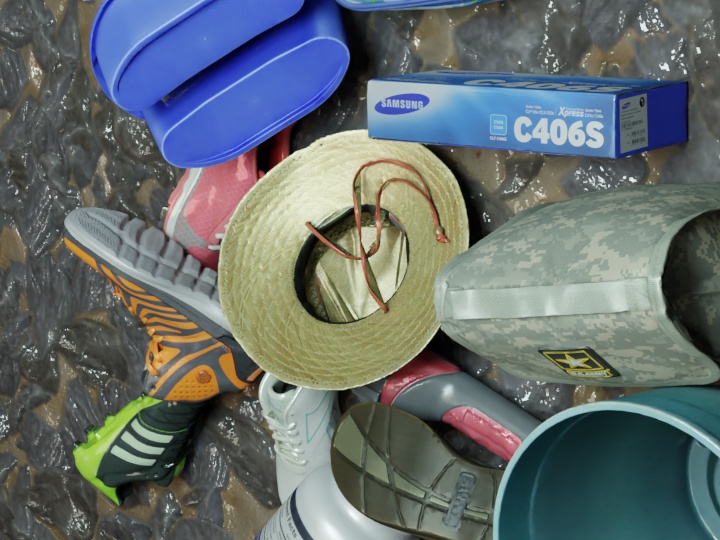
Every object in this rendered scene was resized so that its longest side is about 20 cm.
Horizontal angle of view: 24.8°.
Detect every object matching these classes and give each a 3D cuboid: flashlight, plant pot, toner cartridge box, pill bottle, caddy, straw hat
[{"bbox_3d":[0.085,0.117,1.200,0.200,0.068,0.068,34,137,29],"label":"flashlight"},{"bbox_3d":[0.218,0.158,1.016,0.200,0.188,0.200,11,107,39],"label":"plant pot"},{"bbox_3d":[0.110,-0.108,1.107,0.200,0.095,0.043,8,104,38],"label":"toner cartridge box"},{"bbox_3d":[-0.023,0.222,1.276,0.111,0.111,0.200,48,114,21],"label":"pill bottle"},{"bbox_3d":[-0.103,-0.172,1.206,0.200,0.141,0.105,-31,40,10],"label":"caddy"},{"bbox_3d":[0.000,0.000,1.228,0.201,0.085,0.201,-4,76,17],"label":"straw hat"}]

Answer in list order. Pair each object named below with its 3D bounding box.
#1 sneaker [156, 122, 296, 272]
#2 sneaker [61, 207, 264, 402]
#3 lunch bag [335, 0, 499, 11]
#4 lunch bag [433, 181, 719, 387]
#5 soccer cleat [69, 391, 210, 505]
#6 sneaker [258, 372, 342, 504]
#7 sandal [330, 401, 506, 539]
[{"bbox_3d":[-0.102,-0.059,1.313,0.087,0.074,0.200,29,117,31],"label":"sneaker"},{"bbox_3d":[-0.166,0.039,1.306,0.200,0.078,0.112,33,116,-6],"label":"sneaker"},{"bbox_3d":[0.046,-0.282,1.132,0.161,0.082,0.200,6,105,36],"label":"lunch bag"},{"bbox_3d":[0.162,0.011,1.022,0.164,0.200,0.118,-2,98,40],"label":"lunch bag"},{"bbox_3d":[-0.171,0.139,1.431,0.200,0.068,0.081,-35,101,35],"label":"soccer cleat"},{"bbox_3d":[-0.050,0.112,1.305,0.070,0.080,0.201,20,114,34],"label":"sneaker"},{"bbox_3d":[0.066,0.157,1.162,0.200,0.055,0.082,17,76,25],"label":"sandal"}]
